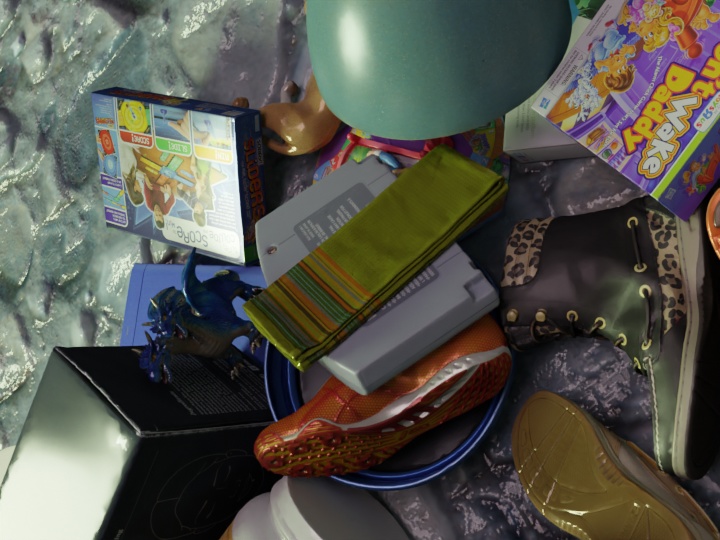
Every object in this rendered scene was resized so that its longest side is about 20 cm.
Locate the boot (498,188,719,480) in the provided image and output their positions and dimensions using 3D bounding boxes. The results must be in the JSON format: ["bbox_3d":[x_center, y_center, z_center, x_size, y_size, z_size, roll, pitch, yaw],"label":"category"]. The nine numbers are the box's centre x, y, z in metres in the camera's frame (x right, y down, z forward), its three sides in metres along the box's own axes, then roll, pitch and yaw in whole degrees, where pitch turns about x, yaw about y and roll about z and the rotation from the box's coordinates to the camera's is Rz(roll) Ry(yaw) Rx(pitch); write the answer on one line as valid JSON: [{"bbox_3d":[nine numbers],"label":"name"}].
[{"bbox_3d":[0.173,0.041,0.783,0.149,0.073,0.203,-6,72,34],"label":"boot"}]

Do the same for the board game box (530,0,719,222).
[{"bbox_3d":[0.223,-0.154,0.755,0.201,0.045,0.134,-55,46,11],"label":"board game box"}]

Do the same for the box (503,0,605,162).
[{"bbox_3d":[0.202,-0.160,0.833,0.198,0.036,0.147,-2,78,34],"label":"box"}]

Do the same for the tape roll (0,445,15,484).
[{"bbox_3d":[-0.330,0.273,1.120,0.200,0.037,0.206,-9,75,35],"label":"tape roll"}]

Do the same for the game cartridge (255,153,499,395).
[{"bbox_3d":[0.000,0.000,0.838,0.132,0.041,0.200,-30,42,-6],"label":"game cartridge"}]

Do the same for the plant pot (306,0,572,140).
[{"bbox_3d":[0.044,-0.213,0.808,0.197,0.136,0.202,-10,50,12],"label":"plant pot"}]

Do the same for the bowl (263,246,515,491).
[{"bbox_3d":[0.024,0.068,0.876,0.197,0.039,0.204,-5,72,17],"label":"bowl"}]

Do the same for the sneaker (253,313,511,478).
[{"bbox_3d":[0.013,0.088,0.823,0.198,0.073,0.078,-26,51,0],"label":"sneaker"}]

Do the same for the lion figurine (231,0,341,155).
[{"bbox_3d":[-0.026,-0.160,0.983,0.123,0.072,0.201,49,115,35],"label":"lion figurine"}]

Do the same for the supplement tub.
[{"bbox_3d":[-0.062,0.262,0.859,0.145,0.144,0.201,46,107,34],"label":"supplement tub"}]

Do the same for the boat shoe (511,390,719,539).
[{"bbox_3d":[0.172,0.153,0.762,0.074,0.069,0.200,-59,33,13],"label":"boat shoe"}]

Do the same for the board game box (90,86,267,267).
[{"bbox_3d":[-0.169,-0.090,1.051,0.198,0.034,0.138,15,116,37],"label":"board game box"}]

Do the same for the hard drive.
[{"bbox_3d":[-0.143,0.062,1.039,0.198,0.025,0.134,1,80,36],"label":"hard drive"}]

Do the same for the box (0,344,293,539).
[{"bbox_3d":[-0.169,0.174,0.906,0.123,0.195,0.202,35,108,31],"label":"box"}]

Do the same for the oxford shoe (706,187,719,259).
[{"bbox_3d":[0.285,0.032,0.712,0.071,0.073,0.203,-24,85,28],"label":"oxford shoe"}]

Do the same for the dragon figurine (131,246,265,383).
[{"bbox_3d":[-0.132,0.024,0.919,0.059,0.099,0.201,-48,26,23],"label":"dragon figurine"}]

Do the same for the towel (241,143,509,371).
[{"bbox_3d":[0.009,-0.016,0.810,0.199,0.018,0.086,-41,44,-12],"label":"towel"}]

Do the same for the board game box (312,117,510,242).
[{"bbox_3d":[0.026,-0.082,0.939,0.199,0.039,0.160,-33,62,25],"label":"board game box"}]
